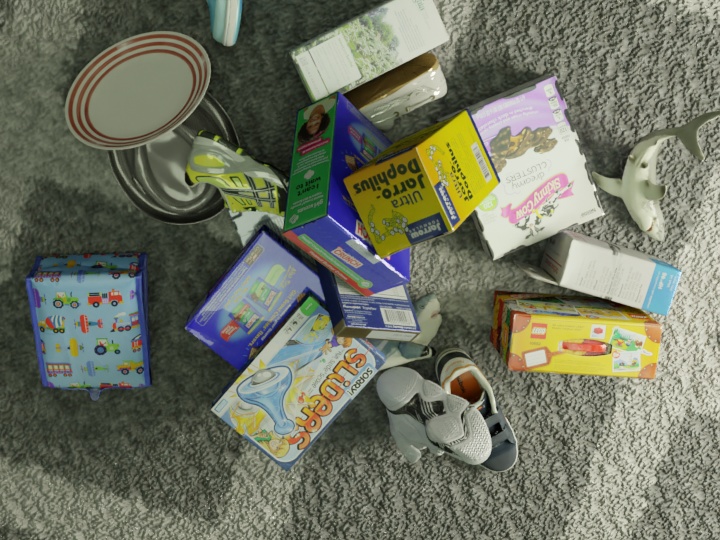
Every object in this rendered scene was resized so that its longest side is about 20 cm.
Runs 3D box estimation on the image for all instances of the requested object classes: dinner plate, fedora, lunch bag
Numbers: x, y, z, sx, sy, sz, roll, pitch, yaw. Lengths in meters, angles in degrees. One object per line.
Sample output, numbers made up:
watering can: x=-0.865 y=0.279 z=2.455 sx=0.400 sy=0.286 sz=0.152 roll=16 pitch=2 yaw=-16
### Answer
dinner plate: x=-0.282 y=-0.227 z=1.360 sx=0.198 sy=0.201 sz=0.024 roll=-21 pitch=142 yaw=1
fedora: x=-0.248 y=-0.152 z=1.401 sx=0.175 sy=0.090 sz=0.202 roll=-24 pitch=101 yaw=1
lunch bag: x=-0.365 y=0.086 z=1.450 sx=0.149 sy=0.094 sz=0.202 roll=-1 pitch=110 yaw=-6

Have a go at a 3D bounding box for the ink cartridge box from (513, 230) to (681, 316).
ink cartridge box: x=0.320 y=-0.006 z=1.451 sx=0.198 sy=0.116 sz=0.067 roll=16 pitch=100 yaw=-7

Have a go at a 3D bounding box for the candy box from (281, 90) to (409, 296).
candy box: x=-0.011 y=-0.094 z=1.345 sx=0.077 sy=0.202 sz=0.169 roll=-22 pitch=138 yaw=30

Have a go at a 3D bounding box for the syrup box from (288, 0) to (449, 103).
syrup box: x=0.010 y=-0.296 z=1.394 sx=0.199 sy=0.081 sz=0.079 roll=-27 pitch=103 yaw=2

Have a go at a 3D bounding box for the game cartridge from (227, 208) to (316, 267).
game cartridge: x=-0.085 y=-0.018 z=1.466 sx=0.132 sy=0.040 sz=0.202 roll=-21 pitch=102 yaw=4

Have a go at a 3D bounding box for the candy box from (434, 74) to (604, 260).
candy box: x=0.216 y=-0.140 z=1.441 sx=0.166 sy=0.072 sz=0.202 roll=-22 pitch=101 yaw=2

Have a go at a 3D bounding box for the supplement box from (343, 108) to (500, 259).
supplement box: x=0.081 y=-0.111 z=1.319 sx=0.108 sy=0.200 sz=0.110 roll=-21 pitch=101 yaw=30

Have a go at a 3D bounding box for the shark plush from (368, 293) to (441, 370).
shark plush: x=0.024 y=0.099 z=1.500 sx=0.198 sy=0.091 sz=0.084 roll=-19 pitch=82 yaw=21

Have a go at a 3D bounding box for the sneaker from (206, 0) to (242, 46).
sneaker: x=-0.215 y=-0.390 z=1.366 sx=0.129 sy=0.080 sz=0.202 roll=-1 pitch=92 yaw=-5

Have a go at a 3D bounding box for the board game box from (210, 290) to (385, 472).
board game box: x=-0.081 y=0.146 z=1.388 sx=0.135 sy=0.034 sz=0.200 roll=40 pitch=97 yaw=-11

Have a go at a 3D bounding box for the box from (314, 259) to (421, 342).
box: x=0.000 y=0.000 z=1.405 sx=0.120 sy=0.202 sz=0.032 roll=7 pitch=143 yaw=-33

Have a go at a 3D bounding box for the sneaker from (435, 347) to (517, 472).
sneaker: x=0.165 y=0.210 z=1.504 sx=0.078 sy=0.079 sz=0.201 roll=-30 pitch=103 yaw=2

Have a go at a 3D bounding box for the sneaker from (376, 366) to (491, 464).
sneaker: x=0.105 y=0.220 z=1.449 sx=0.075 sy=0.199 sz=0.116 roll=-36 pitch=137 yaw=-24

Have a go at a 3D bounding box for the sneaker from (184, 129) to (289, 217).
sneaker: x=-0.134 y=-0.102 z=1.364 sx=0.199 sy=0.075 sz=0.077 roll=29 pitch=93 yaw=-12

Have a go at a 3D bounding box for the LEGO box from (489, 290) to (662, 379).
LEGO box: x=0.287 y=0.086 z=1.450 sx=0.198 sy=0.149 sz=0.078 roll=4 pitch=101 yaw=-5

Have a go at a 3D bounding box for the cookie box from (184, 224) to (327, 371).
cookie box: x=-0.106 y=0.068 z=1.426 sx=0.200 sy=0.075 sz=0.171 roll=40 pitch=96 yaw=-10

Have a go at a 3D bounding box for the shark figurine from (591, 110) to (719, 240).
shark figurine: x=0.401 y=-0.154 z=1.438 sx=0.128 sy=0.215 sz=0.089 roll=37 pitch=56 yaw=19

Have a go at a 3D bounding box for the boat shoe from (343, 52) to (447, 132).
boat shoe: x=0.023 y=-0.214 z=1.417 sx=0.198 sy=0.071 sz=0.070 roll=-23 pitch=128 yaw=13
